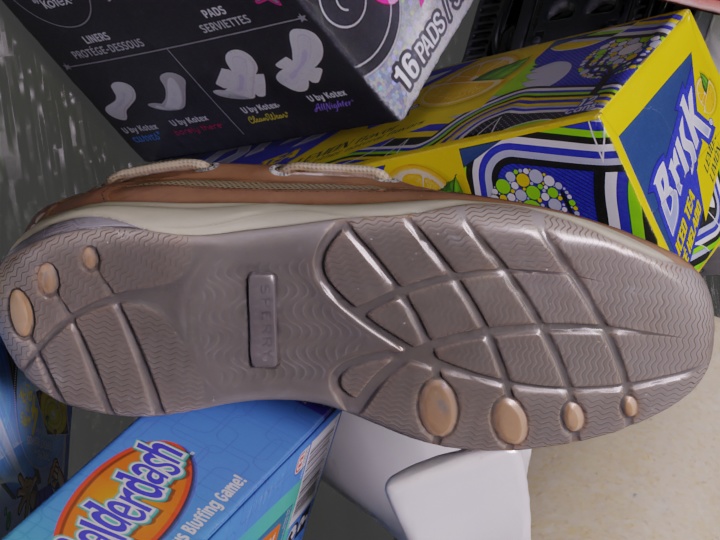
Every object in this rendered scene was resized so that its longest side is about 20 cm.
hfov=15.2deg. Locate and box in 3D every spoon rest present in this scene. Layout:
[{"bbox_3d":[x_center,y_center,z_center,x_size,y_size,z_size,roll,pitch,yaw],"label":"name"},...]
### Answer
[{"bbox_3d":[0.020,0.049,0.850,0.099,0.200,0.061,-18,109,0],"label":"spoon rest"}]

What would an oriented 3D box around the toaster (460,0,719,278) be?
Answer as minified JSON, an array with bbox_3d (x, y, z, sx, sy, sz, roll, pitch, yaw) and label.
[{"bbox_3d":[0.121,-0.091,1.002,0.129,0.113,0.201,35,61,-40],"label":"toaster"}]

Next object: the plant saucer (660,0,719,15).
[{"bbox_3d":[0.077,-0.170,0.825,0.200,0.037,0.201,5,72,-48],"label":"plant saucer"}]

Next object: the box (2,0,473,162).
[{"bbox_3d":[-0.017,-0.150,0.861,0.115,0.132,0.200,47,56,-29],"label":"box"}]

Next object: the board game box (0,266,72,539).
[{"bbox_3d":[-0.123,0.062,0.735,0.200,0.034,0.136,38,54,-78],"label":"board game box"}]

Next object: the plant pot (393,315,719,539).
[{"bbox_3d":[0.083,0.119,0.912,0.201,0.200,0.184,50,44,-28],"label":"plant pot"}]

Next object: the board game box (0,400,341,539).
[{"bbox_3d":[-0.078,0.126,0.746,0.200,0.045,0.153,-43,154,-60],"label":"board game box"}]

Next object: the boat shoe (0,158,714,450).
[{"bbox_3d":[0.000,0.000,0.757,0.072,0.199,0.076,-81,178,-63],"label":"boat shoe"}]

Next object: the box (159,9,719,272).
[{"bbox_3d":[0.017,-0.020,0.833,0.070,0.199,0.064,-47,117,-46],"label":"box"}]
